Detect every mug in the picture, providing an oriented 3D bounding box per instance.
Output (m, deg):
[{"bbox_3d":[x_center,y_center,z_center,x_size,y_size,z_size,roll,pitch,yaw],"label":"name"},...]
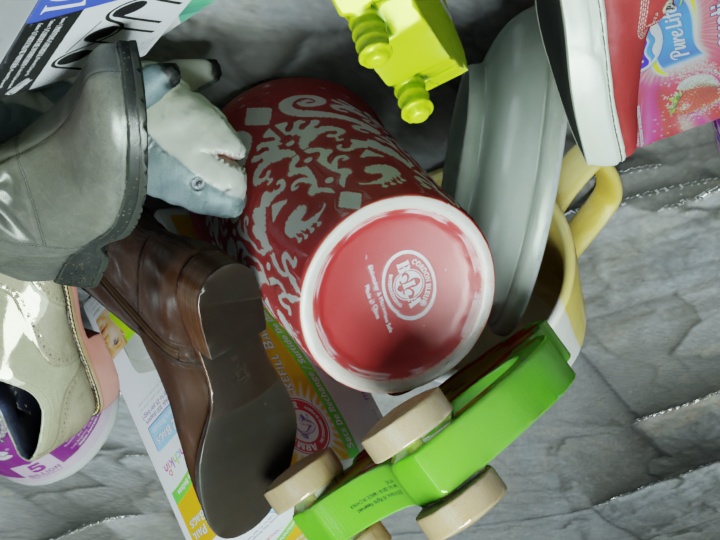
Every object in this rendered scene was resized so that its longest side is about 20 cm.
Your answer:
[{"bbox_3d":[0.108,0.016,1.062,0.186,0.150,0.153,-19,156,13],"label":"mug"},{"bbox_3d":[0.005,-0.011,0.861,0.177,0.200,0.134,34,95,-27],"label":"mug"}]

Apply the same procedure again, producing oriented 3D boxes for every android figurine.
[{"bbox_3d":[-0.003,-0.158,0.689,0.041,0.201,0.182,-23,149,14],"label":"android figurine"}]

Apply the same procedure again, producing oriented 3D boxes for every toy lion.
[{"bbox_3d":[0.052,0.084,0.842,0.191,0.069,0.200,-36,179,-33],"label":"toy lion"}]

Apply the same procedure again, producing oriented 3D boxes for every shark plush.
[{"bbox_3d":[-0.161,-0.071,0.824,0.199,0.084,0.091,0,-170,-1],"label":"shark plush"}]

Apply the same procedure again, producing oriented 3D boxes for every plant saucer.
[{"bbox_3d":[0.078,-0.064,0.889,0.050,0.201,0.201,9,143,-3],"label":"plant saucer"}]

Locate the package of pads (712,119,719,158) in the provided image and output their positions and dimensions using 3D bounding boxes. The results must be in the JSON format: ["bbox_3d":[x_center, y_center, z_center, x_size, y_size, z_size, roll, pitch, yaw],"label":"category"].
[{"bbox_3d":[0.278,-0.089,1.004,0.075,0.121,0.200,-22,148,6],"label":"package of pads"}]

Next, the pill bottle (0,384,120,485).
[{"bbox_3d":[-0.246,0.055,0.963,0.112,0.113,0.200,-26,146,11],"label":"pill bottle"}]

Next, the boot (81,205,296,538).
[{"bbox_3d":[-0.121,0.037,0.894,0.064,0.200,0.187,-19,122,-33],"label":"boot"}]

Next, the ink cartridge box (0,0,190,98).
[{"bbox_3d":[-0.113,-0.133,0.658,0.094,0.044,0.200,-22,177,-28],"label":"ink cartridge box"}]

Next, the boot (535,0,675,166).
[{"bbox_3d":[0.154,-0.149,0.719,0.143,0.073,0.201,-12,122,-3],"label":"boot"}]

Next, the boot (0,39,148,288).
[{"bbox_3d":[-0.177,-0.042,0.730,0.130,0.068,0.200,2,153,-21],"label":"boot"}]

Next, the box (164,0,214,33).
[{"bbox_3d":[-0.119,-0.196,0.728,0.144,0.036,0.200,-30,146,18],"label":"box"}]

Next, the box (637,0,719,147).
[{"bbox_3d":[0.160,-0.170,0.846,0.095,0.100,0.200,-20,148,3],"label":"box"}]

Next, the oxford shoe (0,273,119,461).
[{"bbox_3d":[-0.202,0.023,0.859,0.070,0.074,0.201,5,131,38],"label":"oxford shoe"}]

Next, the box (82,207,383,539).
[{"bbox_3d":[-0.078,0.071,0.974,0.101,0.201,0.113,-3,147,-45],"label":"box"}]
